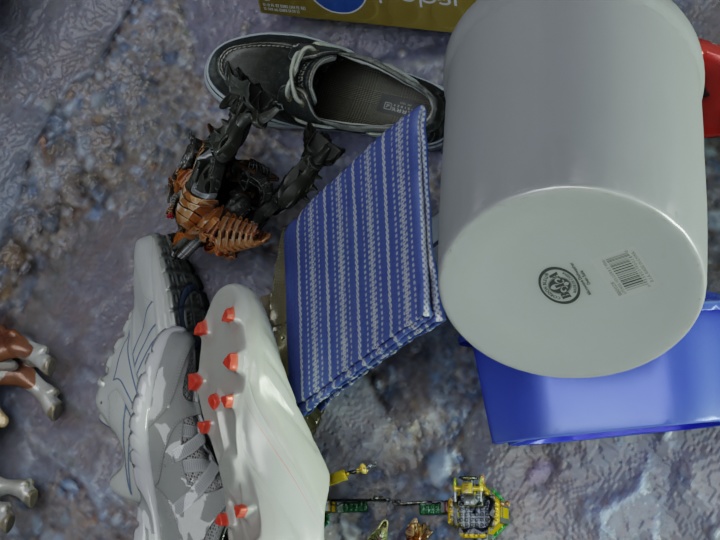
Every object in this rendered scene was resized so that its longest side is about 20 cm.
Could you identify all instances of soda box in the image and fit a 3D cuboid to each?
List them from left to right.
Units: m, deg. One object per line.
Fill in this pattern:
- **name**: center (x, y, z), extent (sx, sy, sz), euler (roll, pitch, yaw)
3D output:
- **soda box**: center (0.024, -0.218, 1.378), extent (0.199, 0.068, 0.064), euler (8, 44, 20)

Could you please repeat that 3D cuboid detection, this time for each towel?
- **towel**: center (0.000, 0.000, 1.250), extent (0.024, 0.200, 0.146), euler (8, 65, -25)

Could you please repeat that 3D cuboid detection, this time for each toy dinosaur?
- **toy dinosaur**: center (-0.083, -0.053, 1.345), extent (0.136, 0.102, 0.200), euler (-51, 43, 7)

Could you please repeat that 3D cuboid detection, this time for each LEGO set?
- **LEGO set**: center (0.009, 0.204, 1.300), extent (0.199, 0.116, 0.155), euler (6, 82, 15)

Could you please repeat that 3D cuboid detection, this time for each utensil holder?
- **utensil holder**: center (0.128, -0.059, 1.185), extent (0.169, 0.170, 0.201), euler (-6, 43, 14)

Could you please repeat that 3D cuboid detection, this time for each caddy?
- **caddy**: center (0.165, 0.056, 1.275), extent (0.199, 0.141, 0.106), euler (-7, 82, 12)

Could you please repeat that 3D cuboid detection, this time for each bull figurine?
- **bull figurine**: center (-0.292, 0.128, 1.415), extent (0.121, 0.065, 0.201), euler (13, 88, 13)

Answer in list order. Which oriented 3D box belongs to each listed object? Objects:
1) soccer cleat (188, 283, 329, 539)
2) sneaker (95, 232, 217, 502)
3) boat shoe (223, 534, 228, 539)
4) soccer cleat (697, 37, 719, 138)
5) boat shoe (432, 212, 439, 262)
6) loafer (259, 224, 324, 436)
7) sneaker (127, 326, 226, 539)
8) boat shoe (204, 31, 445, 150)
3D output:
- **soccer cleat**: center (-0.062, 0.108, 1.271), extent (0.069, 0.077, 0.201), euler (-26, 68, 51)
- **sneaker**: center (-0.152, 0.072, 1.392), extent (0.087, 0.074, 0.201), euler (-8, 78, 18)
- **boat shoe**: center (-0.092, 0.280, 1.338), extent (0.067, 0.072, 0.201), euler (-10, 75, 15)
- **soccer cleat**: center (0.189, -0.134, 1.328), extent (0.199, 0.085, 0.069), euler (6, 110, 21)
- **boat shoe**: center (0.116, -0.029, 1.337), extent (0.199, 0.074, 0.066), euler (-29, 70, 9)
- **loafer**: center (-0.053, 0.055, 1.370), extent (0.067, 0.076, 0.201), euler (18, 75, 18)
- **sneaker**: center (-0.113, 0.138, 1.317), extent (0.081, 0.075, 0.201), euler (-1, 91, 1)
- **boat shoe**: center (-0.025, -0.136, 1.394), extent (0.199, 0.071, 0.073), euler (11, 83, 17)
